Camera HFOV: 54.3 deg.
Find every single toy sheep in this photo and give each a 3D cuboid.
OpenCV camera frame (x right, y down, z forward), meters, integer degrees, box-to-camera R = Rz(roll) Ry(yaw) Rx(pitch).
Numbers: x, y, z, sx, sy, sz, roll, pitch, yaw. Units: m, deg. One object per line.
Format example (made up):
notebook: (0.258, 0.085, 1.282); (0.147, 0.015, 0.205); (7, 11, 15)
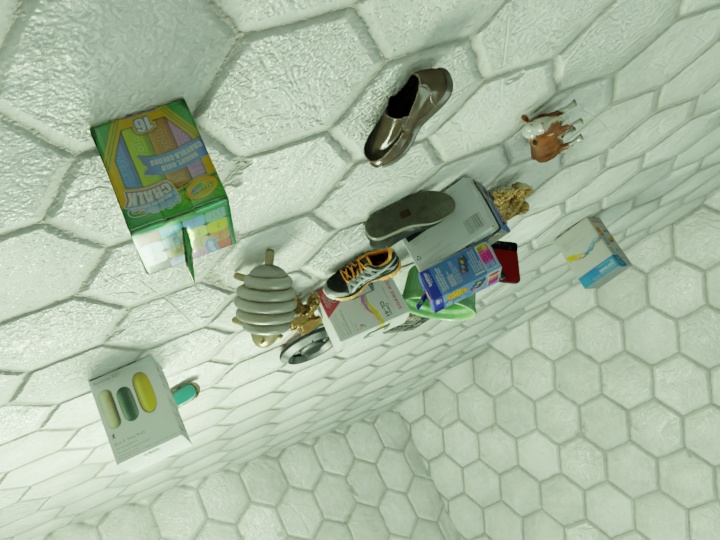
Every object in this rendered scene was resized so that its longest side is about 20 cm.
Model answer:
toy sheep: (-0.189, 0.057, 1.390); (0.137, 0.201, 0.138); (1, -167, 0)

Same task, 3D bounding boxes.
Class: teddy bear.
teddy bear: (0.342, -0.144, 1.704); (0.144, 0.067, 0.200); (-9, 155, -38)
teddy bear: (-0.169, 0.094, 1.686); (0.145, 0.067, 0.200); (-46, 150, 22)

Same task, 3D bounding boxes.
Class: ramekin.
ramekin: (0.204, 0.056, 1.811); (0.199, 0.098, 0.200); (9, 163, 3)

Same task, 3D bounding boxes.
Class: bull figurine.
bull figurine: (0.386, -0.279, 1.422); (0.121, 0.065, 0.200); (-22, 165, 10)

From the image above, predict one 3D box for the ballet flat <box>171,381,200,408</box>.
ballet flat: (-0.521, 0.362, 1.903); (0.199, 0.068, 0.075); (-28, 178, -4)

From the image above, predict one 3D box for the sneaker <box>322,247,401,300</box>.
sneaker: (0.000, 0.000, 1.649); (0.199, 0.078, 0.077); (-28, 149, -10)

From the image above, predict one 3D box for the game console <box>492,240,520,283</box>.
game console: (0.284, -0.018, 1.755); (0.199, 0.119, 0.172); (7, 168, -1)

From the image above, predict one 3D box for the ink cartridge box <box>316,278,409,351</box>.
ink cartridge box: (0.001, 0.092, 1.763); (0.199, 0.148, 0.086); (-23, 162, -17)

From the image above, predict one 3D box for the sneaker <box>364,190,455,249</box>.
sneaker: (0.104, -0.108, 1.507); (0.199, 0.075, 0.106); (-17, 166, -1)

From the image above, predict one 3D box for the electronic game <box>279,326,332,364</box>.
electronic game: (-0.146, 0.219, 2.066); (0.199, 0.042, 0.200); (-24, 160, -10)

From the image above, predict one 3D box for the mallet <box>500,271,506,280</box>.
mallet: (0.274, -0.059, 1.668); (0.041, 0.201, 0.066); (-28, 178, -44)

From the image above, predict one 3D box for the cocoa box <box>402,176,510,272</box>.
cocoa box: (0.208, -0.093, 1.574); (0.200, 0.134, 0.131); (-35, 161, 23)

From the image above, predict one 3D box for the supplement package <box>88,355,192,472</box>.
supplement package: (-0.502, 0.331, 1.612); (0.151, 0.201, 0.151); (-23, 161, -13)

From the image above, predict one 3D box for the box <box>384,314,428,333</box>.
box: (0.173, 0.146, 2.313); (0.161, 0.049, 0.200); (-40, 158, 29)

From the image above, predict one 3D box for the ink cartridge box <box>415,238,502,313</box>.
ink cartridge box: (0.205, 0.022, 1.551); (0.199, 0.077, 0.136); (-25, 163, 2)

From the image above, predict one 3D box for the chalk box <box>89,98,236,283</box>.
chalk box: (-0.232, -0.084, 0.869); (0.123, 0.201, 0.125); (-22, 161, -15)

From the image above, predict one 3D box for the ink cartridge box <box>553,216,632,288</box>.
ink cartridge box: (0.784, -0.060, 2.373); (0.145, 0.201, 0.147); (-41, 157, 30)

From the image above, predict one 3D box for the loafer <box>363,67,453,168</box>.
loafer: (0.057, -0.240, 1.086); (0.071, 0.073, 0.200); (3, 142, -38)
